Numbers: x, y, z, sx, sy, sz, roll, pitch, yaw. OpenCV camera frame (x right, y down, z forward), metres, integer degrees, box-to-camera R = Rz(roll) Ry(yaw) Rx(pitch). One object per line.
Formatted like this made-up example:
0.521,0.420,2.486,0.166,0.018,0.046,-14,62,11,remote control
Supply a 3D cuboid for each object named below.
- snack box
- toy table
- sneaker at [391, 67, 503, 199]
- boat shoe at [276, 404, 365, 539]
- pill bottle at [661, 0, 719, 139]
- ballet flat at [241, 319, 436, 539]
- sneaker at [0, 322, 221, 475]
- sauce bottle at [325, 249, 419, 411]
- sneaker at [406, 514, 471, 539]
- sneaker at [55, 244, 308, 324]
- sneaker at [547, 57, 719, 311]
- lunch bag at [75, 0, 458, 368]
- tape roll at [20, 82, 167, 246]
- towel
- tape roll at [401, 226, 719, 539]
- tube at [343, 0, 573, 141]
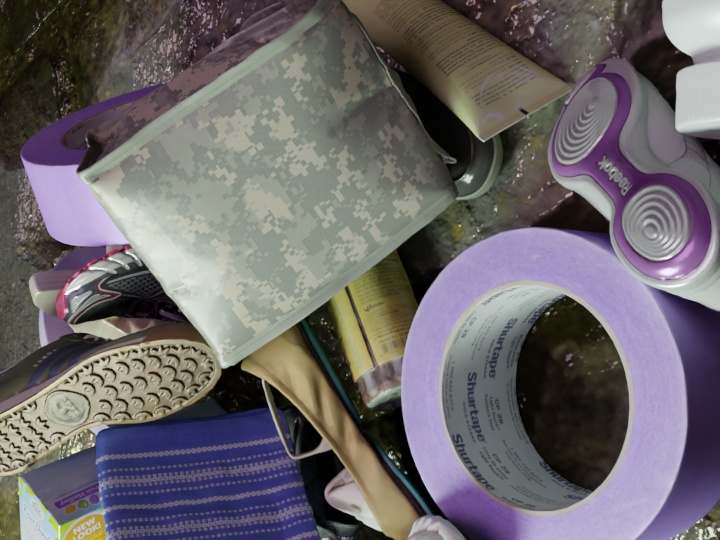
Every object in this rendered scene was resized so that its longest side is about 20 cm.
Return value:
-0.170,0.219,0.853,0.068,0.168,0.201,33,129,38,snack box
-0.191,0.034,0.920,0.200,0.183,0.117,55,138,22,toy table
0.002,-0.109,0.781,0.200,0.106,0.075,35,112,38,sneaker
-0.028,0.193,0.831,0.066,0.070,0.201,-29,62,40,boat shoe
0.216,-0.173,0.584,0.109,0.109,0.201,3,91,42,pill bottle
-0.014,0.128,0.783,0.063,0.069,0.200,-34,84,-4,ballet flat
-0.189,0.070,0.792,0.200,0.067,0.090,-24,31,11,sneaker
0.000,0.000,0.809,0.065,0.065,0.201,-34,65,36,sauce bottle
0.031,0.215,0.711,0.075,0.081,0.200,44,151,7,sneaker
-0.126,0.020,0.832,0.081,0.199,0.075,-38,61,58,sneaker
0.173,-0.046,0.647,0.075,0.099,0.200,-45,36,27,sneaker
-0.054,-0.068,0.716,0.200,0.164,0.118,-32,23,5,lunch bag
-0.154,-0.090,0.857,0.200,0.200,0.066,9,122,42,tape roll
-0.097,0.174,0.744,0.200,0.144,0.024,-113,27,-46,towel
0.126,0.075,0.677,0.199,0.085,0.201,-1,88,42,tape roll
0.051,-0.157,0.771,0.200,0.052,0.058,44,108,36,tube
